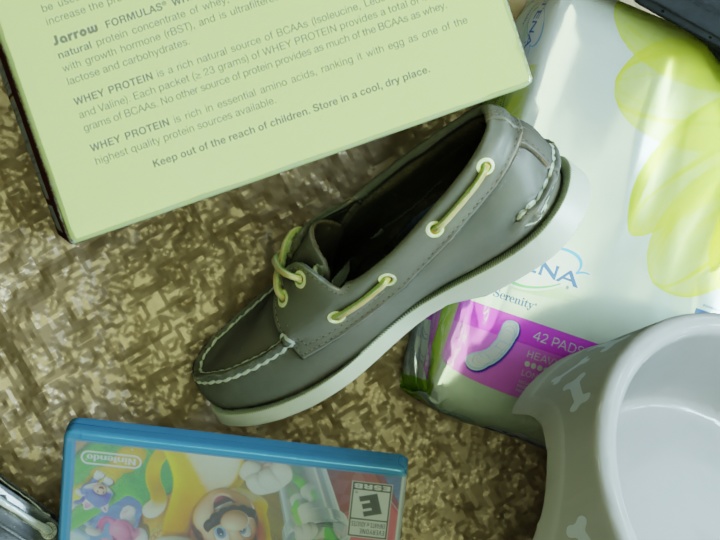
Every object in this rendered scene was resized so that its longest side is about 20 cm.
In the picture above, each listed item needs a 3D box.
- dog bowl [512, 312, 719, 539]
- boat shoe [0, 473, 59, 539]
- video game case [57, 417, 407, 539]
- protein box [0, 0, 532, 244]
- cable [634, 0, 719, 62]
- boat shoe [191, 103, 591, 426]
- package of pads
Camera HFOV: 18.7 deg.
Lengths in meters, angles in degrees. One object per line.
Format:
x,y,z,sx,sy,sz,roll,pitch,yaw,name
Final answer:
0.150,0.106,0.873,0.200,0.059,0.200,18,52,-25,dog bowl
-0.202,0.065,0.920,0.068,0.072,0.200,-46,102,-4,boat shoe
-0.061,0.165,0.934,0.143,0.018,0.200,6,109,0,video game case
-0.064,-0.138,0.907,0.198,0.135,0.200,-20,96,-9,protein box
0.191,-0.152,0.972,0.200,0.051,0.163,25,54,-5,cable
0.000,-0.002,0.920,0.202,0.072,0.060,-32,122,26,boat shoe
0.115,-0.014,0.980,0.154,0.068,0.200,20,87,-12,package of pads
